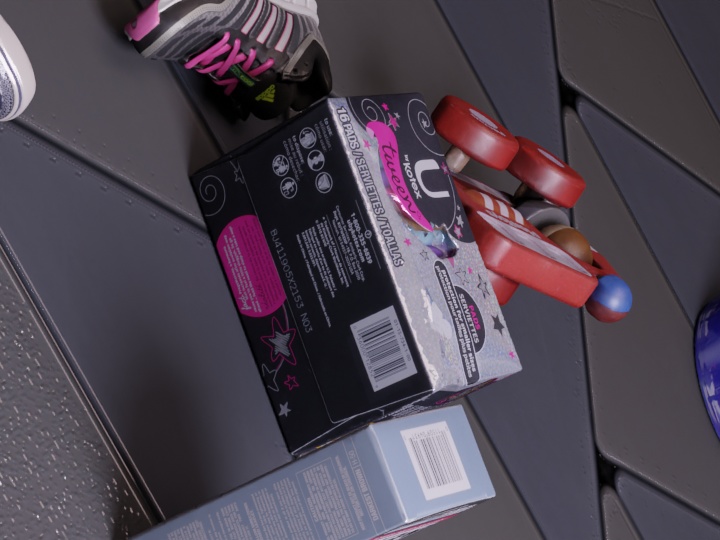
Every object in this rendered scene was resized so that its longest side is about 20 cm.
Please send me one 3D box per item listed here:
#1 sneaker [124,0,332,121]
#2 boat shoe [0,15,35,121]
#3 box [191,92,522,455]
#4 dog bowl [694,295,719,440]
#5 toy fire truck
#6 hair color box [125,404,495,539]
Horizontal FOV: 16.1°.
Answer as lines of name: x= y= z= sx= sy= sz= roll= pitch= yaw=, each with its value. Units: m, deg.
sneaker: x=-0.079 y=-0.146 z=1.714 sx=0.200 sy=0.074 sz=0.088 roll=-1 pitch=63 yaw=-60
boat shoe: x=-0.277 y=-0.140 z=1.443 sx=0.200 sy=0.075 sz=0.093 roll=44 pitch=43 yaw=-16
box: x=0.000 y=0.000 z=1.673 sx=0.114 sy=0.132 sz=0.201 roll=-10 pitch=77 yaw=-55
dog bowl: x=0.372 y=0.101 z=2.185 sx=0.200 sy=0.078 sz=0.201 roll=34 pitch=43 yaw=-39
toy fire truck: x=0.110 y=-0.022 z=1.798 sx=0.199 sy=0.112 sz=0.168 roll=25 pitch=15 yaw=-44
hair color box: x=-0.033 y=0.144 z=1.464 sx=0.099 sy=0.199 sz=0.061 roll=-7 pitch=74 yaw=-56
